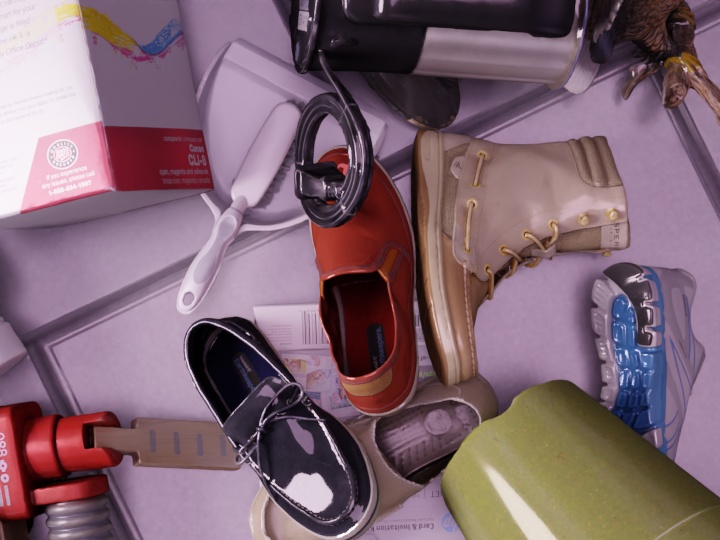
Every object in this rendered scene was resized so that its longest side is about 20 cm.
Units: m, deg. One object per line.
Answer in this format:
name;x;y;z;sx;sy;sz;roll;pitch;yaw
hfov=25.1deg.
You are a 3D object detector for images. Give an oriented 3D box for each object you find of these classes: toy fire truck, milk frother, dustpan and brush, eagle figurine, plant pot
toy fire truck;-0.189;0.174;1.145;0.200;0.129;0.176;-10;88;9
milk frother;0.050;-0.137;1.103;0.188;0.181;0.200;3;117;-10
dustpan and brush;-0.081;-0.057;1.172;0.139;0.057;0.200;27;88;0
eagle figurine;0.195;-0.209;1.117;0.152;0.200;0.151;27;77;40
plant pot;0.156;0.179;1.076;0.200;0.200;0.190;-40;61;-2

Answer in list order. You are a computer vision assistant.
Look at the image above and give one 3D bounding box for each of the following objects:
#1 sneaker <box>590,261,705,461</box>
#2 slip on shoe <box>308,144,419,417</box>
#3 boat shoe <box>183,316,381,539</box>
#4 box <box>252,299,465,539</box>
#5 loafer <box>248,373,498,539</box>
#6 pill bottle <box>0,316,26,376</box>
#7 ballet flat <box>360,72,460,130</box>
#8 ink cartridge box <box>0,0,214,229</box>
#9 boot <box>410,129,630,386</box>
sneaker;0.216;0.091;1.171;0.087;0.075;0.200;-6;105;-38
slip on shoe;0.000;0.000;1.110;0.074;0.061;0.200;-13;66;13
boat shoe;-0.059;0.105;1.096;0.075;0.062;0.200;-44;59;9
box;0.002;0.122;1.177;0.156;0.041;0.200;-3;87;0
loafer;0.008;0.133;1.123;0.200;0.068;0.076;-36;89;-2
pill bottle;-0.330;0.003;1.137;0.120;0.120;0.200;-36;89;-2
ballet flat;0.003;-0.185;1.191;0.066;0.057;0.200;-42;96;-11
ink cartridge box;-0.211;-0.138;1.111;0.145;0.145;0.200;-11;89;23
boot;0.116;-0.013;1.146;0.155;0.073;0.200;0;57;-4
